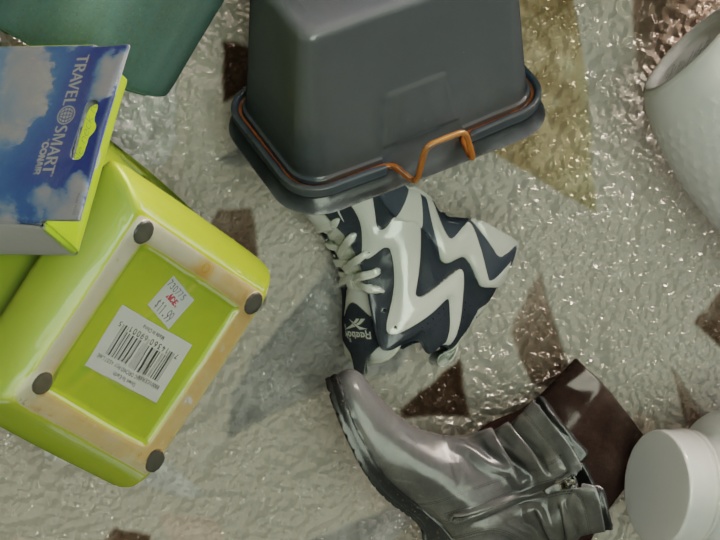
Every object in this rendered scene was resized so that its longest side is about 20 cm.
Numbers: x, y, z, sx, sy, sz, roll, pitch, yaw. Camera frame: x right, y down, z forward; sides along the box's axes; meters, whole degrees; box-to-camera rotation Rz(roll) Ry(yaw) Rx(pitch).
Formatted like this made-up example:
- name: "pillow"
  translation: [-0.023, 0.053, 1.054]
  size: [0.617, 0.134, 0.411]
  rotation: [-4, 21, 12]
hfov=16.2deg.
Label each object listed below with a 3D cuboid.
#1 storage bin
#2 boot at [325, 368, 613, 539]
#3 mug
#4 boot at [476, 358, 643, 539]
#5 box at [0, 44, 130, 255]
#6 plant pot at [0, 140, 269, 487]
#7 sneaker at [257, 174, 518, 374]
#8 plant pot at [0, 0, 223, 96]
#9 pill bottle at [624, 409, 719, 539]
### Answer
- name: "storage bin"
  translation: [0.020, -0.141, 1.644]
  size: [0.200, 0.146, 0.135]
  rotation: [-22, 138, -17]
- name: "boot"
  translation: [0.075, 0.121, 1.730]
  size: [0.132, 0.070, 0.200]
  rotation: [-35, 105, 7]
- name: "mug"
  translation: [0.300, -0.111, 1.775]
  size: [0.175, 0.148, 0.200]
  rotation: [44, 55, -10]
- name: "boot"
  translation: [0.150, 0.185, 1.804]
  size: [0.166, 0.072, 0.200]
  rotation: [-38, 103, -5]
- name: "box"
  translation: [-0.226, -0.072, 1.501]
  size: [0.048, 0.200, 0.122]
  rotation: [48, 49, -54]
- name: "plant pot"
  translation: [-0.188, 0.013, 1.588]
  size: [0.199, 0.181, 0.200]
  rotation: [-56, 140, -3]
- name: "sneaker"
  translation: [0.000, 0.000, 1.728]
  size: [0.199, 0.079, 0.130]
  rotation: [26, 83, -28]
- name: "plant pot"
  translation: [-0.146, -0.228, 1.602]
  size: [0.200, 0.200, 0.196]
  rotation: [24, 99, -18]
- name: "pill bottle"
  translation: [0.293, 0.153, 1.802]
  size: [0.200, 0.112, 0.113]
  rotation: [3, 98, -28]
